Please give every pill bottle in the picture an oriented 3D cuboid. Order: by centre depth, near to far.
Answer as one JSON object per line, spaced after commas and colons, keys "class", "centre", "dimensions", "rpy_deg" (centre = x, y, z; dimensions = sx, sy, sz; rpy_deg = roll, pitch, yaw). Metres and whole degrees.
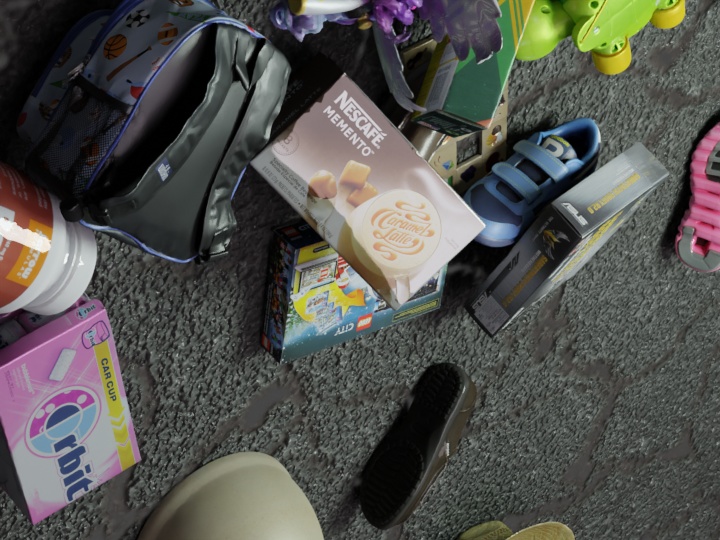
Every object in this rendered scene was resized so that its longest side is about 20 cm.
{"class": "pill bottle", "centre": [-0.293, -0.032, 1.314], "dimensions": [0.112, 0.112, 0.200], "rpy_deg": [-56, 143, 6]}

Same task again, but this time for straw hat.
{"class": "straw hat", "centre": [0.154, 0.353, 2.118], "dimensions": [0.200, 0.085, 0.202], "rpy_deg": [-23, 137, -24]}

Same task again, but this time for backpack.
{"class": "backpack", "centre": [-0.153, -0.121, 1.357], "dimensions": [0.191, 0.154, 0.200], "rpy_deg": [-53, 155, 6]}

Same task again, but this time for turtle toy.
{"class": "turtle toy", "centre": [0.217, -0.265, 1.660], "dimensions": [0.200, 0.101, 0.146], "rpy_deg": [-40, 142, -14]}

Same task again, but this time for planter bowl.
{"class": "planter bowl", "centre": [-0.111, 0.301, 1.760], "dimensions": [0.200, 0.135, 0.201], "rpy_deg": [-27, 136, -29]}

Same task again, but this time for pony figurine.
{"class": "pony figurine", "centre": [0.016, -0.236, 1.425], "dimensions": [0.199, 0.194, 0.166], "rpy_deg": [-5, 168, -35]}

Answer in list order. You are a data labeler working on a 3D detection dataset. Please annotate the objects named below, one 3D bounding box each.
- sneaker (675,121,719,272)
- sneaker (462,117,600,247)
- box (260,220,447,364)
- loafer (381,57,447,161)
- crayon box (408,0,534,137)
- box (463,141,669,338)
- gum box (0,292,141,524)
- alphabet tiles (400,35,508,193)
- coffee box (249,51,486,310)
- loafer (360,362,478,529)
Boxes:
{"class": "sneaker", "centre": [0.425, -0.101, 2.052], "dimensions": [0.095, 0.079, 0.201], "rpy_deg": [-36, 147, -55]}
{"class": "sneaker", "centre": [0.169, -0.093, 1.761], "dimensions": [0.200, 0.074, 0.082], "rpy_deg": [-36, 159, -38]}
{"class": "box", "centre": [0.000, 0.000, 1.699], "dimensions": [0.199, 0.038, 0.137], "rpy_deg": [-18, 134, -33]}
{"class": "loafer", "centre": [0.048, -0.114, 1.622], "dimensions": [0.200, 0.071, 0.073], "rpy_deg": [-48, 140, 3]}
{"class": "crayon box", "centre": [0.109, -0.219, 1.529], "dimensions": [0.051, 0.127, 0.201], "rpy_deg": [19, 88, -9]}
{"class": "box", "centre": [0.208, -0.030, 1.799], "dimensions": [0.158, 0.048, 0.200], "rpy_deg": [-33, 167, -40]}
{"class": "gum box", "centre": [-0.265, 0.106, 1.495], "dimensions": [0.113, 0.066, 0.201], "rpy_deg": [-30, 138, -24]}
{"class": "alphabet tiles", "centre": [0.079, -0.145, 1.695], "dimensions": [0.167, 0.008, 0.201], "rpy_deg": [-28, 137, -27]}
{"class": "coffee box", "centre": [-0.002, -0.077, 1.532], "dimensions": [0.114, 0.080, 0.200], "rpy_deg": [-43, 117, 2]}
{"class": "loafer", "centre": [0.074, 0.198, 1.915], "dimensions": [0.071, 0.073, 0.200], "rpy_deg": [21, 104, -50]}
